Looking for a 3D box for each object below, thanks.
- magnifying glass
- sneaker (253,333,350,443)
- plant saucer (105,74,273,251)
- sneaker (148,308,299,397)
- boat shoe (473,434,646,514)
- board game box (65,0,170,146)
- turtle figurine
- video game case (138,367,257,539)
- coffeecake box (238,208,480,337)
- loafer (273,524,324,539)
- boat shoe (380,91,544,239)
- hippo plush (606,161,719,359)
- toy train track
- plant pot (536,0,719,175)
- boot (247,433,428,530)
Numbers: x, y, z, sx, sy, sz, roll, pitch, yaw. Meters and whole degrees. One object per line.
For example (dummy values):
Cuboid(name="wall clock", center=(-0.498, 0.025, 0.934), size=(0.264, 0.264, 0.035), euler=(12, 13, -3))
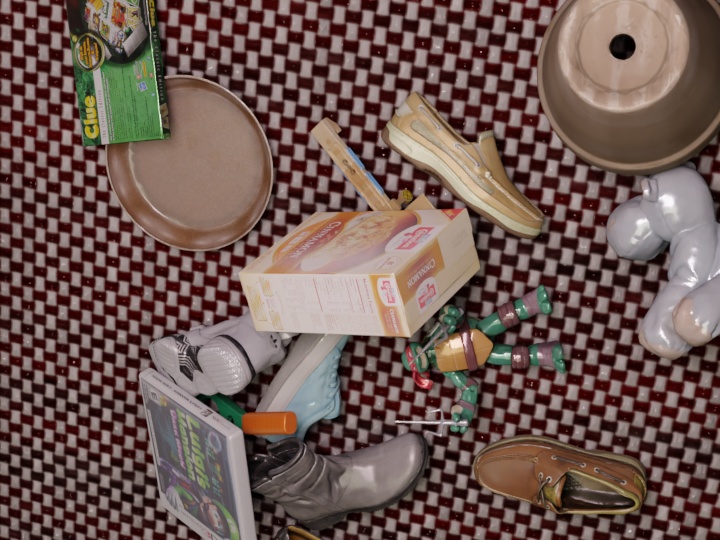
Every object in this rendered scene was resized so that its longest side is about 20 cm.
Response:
Cuboid(name="magnifying glass", center=(-0.143, 0.178, 1.548), size=(0.199, 0.022, 0.081), euler=(-9, 78, 49))
Cuboid(name="sneaker", center=(-0.047, 0.124, 1.539), size=(0.081, 0.074, 0.201), euler=(27, 119, -16))
Cuboid(name="plant saucer", center=(-0.189, -0.122, 1.498), size=(0.198, 0.032, 0.202), euler=(5, 112, 13))
Cuboid(name="sneaker", center=(-0.157, 0.091, 1.548), size=(0.199, 0.114, 0.076), euler=(-2, 113, 52))
Cuboid(name="boat shoe", center=(0.220, 0.233, 1.501), size=(0.198, 0.068, 0.073), euler=(0, 111, 16))
Cuboid(name="board game box", center=(-0.267, -0.240, 1.457), size=(0.104, 0.023, 0.203), euler=(-2, 98, 18))
Cuboid(name="turtle figurine", center=(0.117, 0.087, 1.459), size=(0.198, 0.101, 0.151), euler=(-17, 120, 4))
Cuboid(name="video game case", center=(-0.189, 0.234, 1.564), size=(0.181, 0.023, 0.202), euler=(26, 131, 41))
Cuboid(name="coffeecake box", center=(0.000, 0.000, 1.393), size=(0.198, 0.153, 0.074), euler=(0, 116, 36))
Cuboid(name="loafer", center=(-0.023, 0.375, 1.607), size=(0.198, 0.073, 0.073), euler=(25, 134, 4))
Cuboid(name="boat shoe", center=(0.119, -0.114, 1.404), size=(0.199, 0.072, 0.076), euler=(35, 103, 0))
Cuboid(name="hippo plush", center=(0.321, -0.019, 1.332), size=(0.161, 0.159, 0.200), euler=(54, 132, 4))
Cuboid(name="toy train track", center=(0.022, -0.085, 1.456), size=(0.201, 0.032, 0.115), euler=(51, 133, 0))
Cuboid(name="plant pot", center=(0.251, -0.195, 1.249), size=(0.198, 0.173, 0.203), euler=(0, 91, 17))
Cuboid(name="boot", center=(-0.031, 0.228, 1.529), size=(0.199, 0.070, 0.131), euler=(-33, 132, 22))
